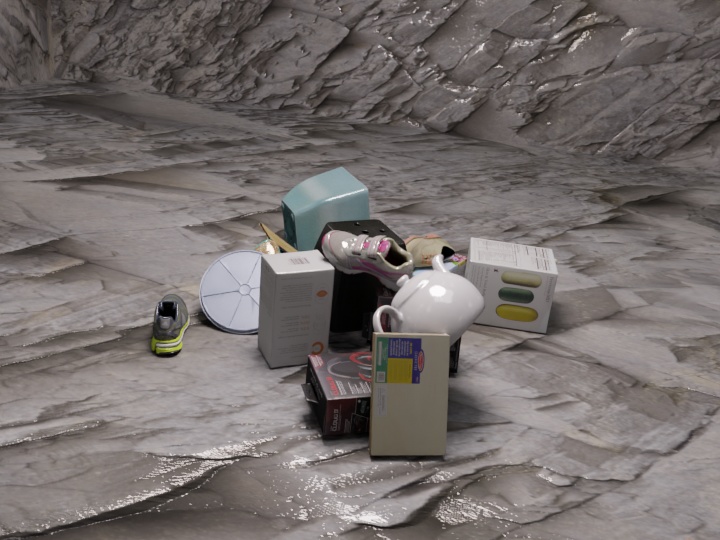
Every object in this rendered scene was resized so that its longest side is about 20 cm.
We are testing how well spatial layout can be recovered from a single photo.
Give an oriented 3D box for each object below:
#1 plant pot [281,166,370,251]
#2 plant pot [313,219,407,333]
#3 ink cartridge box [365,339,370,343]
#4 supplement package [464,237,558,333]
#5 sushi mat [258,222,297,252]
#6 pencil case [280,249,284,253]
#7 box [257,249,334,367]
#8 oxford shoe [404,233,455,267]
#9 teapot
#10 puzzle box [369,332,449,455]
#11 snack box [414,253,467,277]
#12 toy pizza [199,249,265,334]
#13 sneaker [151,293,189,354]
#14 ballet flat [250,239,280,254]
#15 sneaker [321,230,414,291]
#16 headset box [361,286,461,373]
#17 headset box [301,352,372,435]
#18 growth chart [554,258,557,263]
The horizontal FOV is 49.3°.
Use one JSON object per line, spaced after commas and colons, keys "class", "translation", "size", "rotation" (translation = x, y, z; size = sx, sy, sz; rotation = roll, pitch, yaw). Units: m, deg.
{"class": "plant pot", "translation": [-0.099, -0.135, 2.074], "size": [0.196, 0.200, 0.196], "rotation": [-14, 29, -19]}
{"class": "plant pot", "translation": [0.000, 0.000, 1.683], "size": [0.196, 0.181, 0.200], "rotation": [-5, 28, -25]}
{"class": "ink cartridge box", "translation": [0.065, 0.105, 1.738], "size": [0.097, 0.040, 0.201], "rotation": [7, 25, 2]}
{"class": "supplement package", "translation": [0.341, 0.033, 1.824], "size": [0.195, 0.155, 0.151], "rotation": [8, 23, 5]}
{"class": "sushi mat", "translation": [-0.163, -0.043, 1.896], "size": [0.199, 0.012, 0.096], "rotation": [38, 9, -33]}
{"class": "pencil case", "translation": [-0.200, -0.001, 1.867], "size": [0.085, 0.080, 0.201], "rotation": [-11, 26, -8]}
{"class": "box", "translation": [-0.130, 0.075, 1.550], "size": [0.122, 0.204, 0.097], "rotation": [-5, 24, -24]}
{"class": "oxford shoe", "translation": [0.156, -0.042, 1.889], "size": [0.073, 0.072, 0.198], "rotation": [27, 32, 33]}
{"class": "teapot", "translation": [0.118, 0.071, 1.424], "size": [0.146, 0.197, 0.200], "rotation": [46, 0, 2]}
{"class": "puzzle box", "translation": [0.082, 0.206, 1.312], "size": [0.130, 0.205, 0.025], "rotation": [2, 0, -8]}
{"class": "snack box", "translation": [0.153, -0.002, 1.968], "size": [0.166, 0.069, 0.199], "rotation": [19, 29, 27]}
{"class": "toy pizza", "translation": [-0.250, 0.048, 1.699], "size": [0.195, 0.032, 0.204], "rotation": [2, 61, -4]}
{"class": "sneaker", "translation": [-0.387, 0.091, 1.604], "size": [0.072, 0.083, 0.201], "rotation": [1, 24, -12]}
{"class": "ballet flat", "translation": [-0.261, 0.009, 1.765], "size": [0.199, 0.071, 0.066], "rotation": [-38, 59, 2]}
{"class": "sneaker", "translation": [0.022, -0.036, 1.522], "size": [0.196, 0.089, 0.083], "rotation": [19, 55, -6]}
{"class": "headset box", "translation": [0.101, 0.117, 1.570], "size": [0.195, 0.152, 0.075], "rotation": [3, 15, -5]}
{"class": "headset box", "translation": [-0.006, 0.215, 1.397], "size": [0.196, 0.077, 0.149], "rotation": [-1, 25, -17]}
{"class": "growth chart", "translation": [0.368, 0.004, 1.925], "size": [0.196, 0.146, 0.018], "rotation": [12, 44, 3]}
